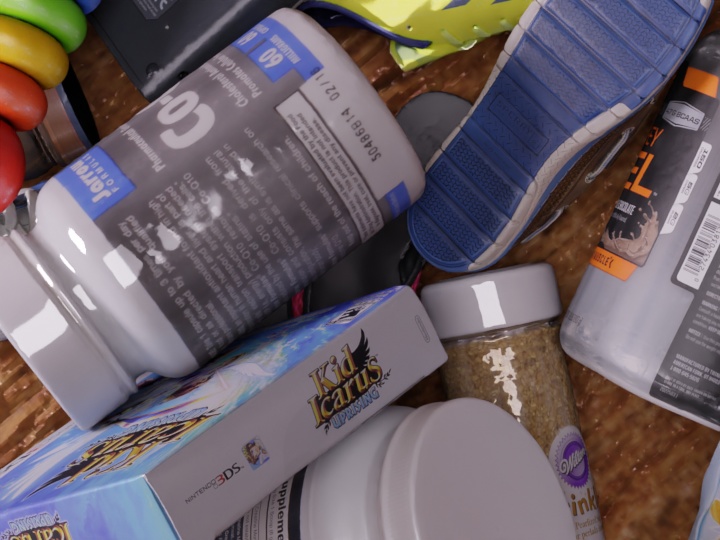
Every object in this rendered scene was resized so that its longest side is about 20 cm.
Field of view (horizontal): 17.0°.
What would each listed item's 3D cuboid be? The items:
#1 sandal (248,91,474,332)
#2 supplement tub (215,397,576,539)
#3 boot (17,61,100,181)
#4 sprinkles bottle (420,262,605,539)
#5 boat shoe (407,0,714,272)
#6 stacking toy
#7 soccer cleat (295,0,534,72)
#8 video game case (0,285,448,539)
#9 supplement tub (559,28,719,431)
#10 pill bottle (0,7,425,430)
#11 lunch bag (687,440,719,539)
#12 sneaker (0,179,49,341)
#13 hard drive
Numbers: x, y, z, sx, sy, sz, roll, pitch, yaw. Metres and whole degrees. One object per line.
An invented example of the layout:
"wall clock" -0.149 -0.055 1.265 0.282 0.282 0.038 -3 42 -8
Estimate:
"sandal" 0.000 0.000 1.205 0.075 0.045 0.200 29 95 5
"supplement tub" -0.013 0.145 1.129 0.200 0.140 0.141 -21 88 36
"boot" -0.216 -0.132 1.217 0.097 0.075 0.200 -25 90 5
"sprinkles bottle" 0.081 0.099 1.185 0.068 0.068 0.201 -11 90 8
"boat shoe" 0.101 -0.083 1.151 0.200 0.072 0.072 -47 73 23
"stacking toy" -0.164 -0.119 1.139 0.085 0.085 0.201 16 75 7
"soccer cleat" 0.050 -0.134 1.182 0.200 0.065 0.084 4 75 14
"video game case" -0.087 0.082 1.106 0.200 0.181 0.046 -19 104 48
"supplement tub" 0.186 -0.028 1.140 0.122 0.123 0.200 25 94 6
"pill bottle" -0.079 -0.022 1.124 0.200 0.114 0.114 -38 86 -7
"lunch bag" 0.249 0.133 1.095 0.199 0.127 0.170 12 123 -3
"sneaker" -0.180 -0.003 1.176 0.200 0.146 0.081 -20 84 9
"hard drive" -0.057 -0.188 1.184 0.200 0.033 0.140 -41 55 7
